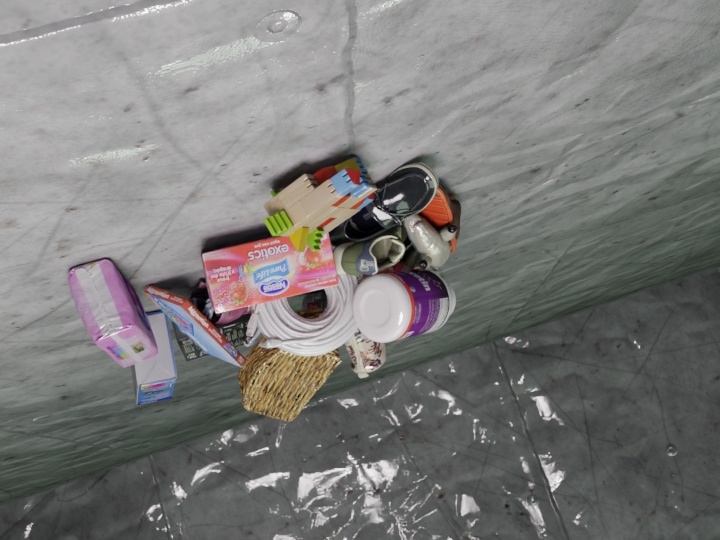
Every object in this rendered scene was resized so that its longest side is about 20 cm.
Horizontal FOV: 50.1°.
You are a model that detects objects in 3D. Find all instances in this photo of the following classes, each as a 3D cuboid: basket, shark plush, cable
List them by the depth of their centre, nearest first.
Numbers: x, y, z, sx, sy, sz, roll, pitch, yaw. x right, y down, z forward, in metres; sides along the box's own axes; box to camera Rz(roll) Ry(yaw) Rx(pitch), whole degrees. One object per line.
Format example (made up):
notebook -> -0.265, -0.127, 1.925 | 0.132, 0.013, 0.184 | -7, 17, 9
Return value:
cable -> -0.089, 0.047, 1.318 | 0.199, 0.201, 0.069 | 9, 164, -9
shark plush -> 0.123, -0.051, 1.359 | 0.091, 0.083, 0.200 | -54, 161, 5
basket -> -0.150, 0.163, 1.476 | 0.142, 0.149, 0.200 | 22, 122, -29

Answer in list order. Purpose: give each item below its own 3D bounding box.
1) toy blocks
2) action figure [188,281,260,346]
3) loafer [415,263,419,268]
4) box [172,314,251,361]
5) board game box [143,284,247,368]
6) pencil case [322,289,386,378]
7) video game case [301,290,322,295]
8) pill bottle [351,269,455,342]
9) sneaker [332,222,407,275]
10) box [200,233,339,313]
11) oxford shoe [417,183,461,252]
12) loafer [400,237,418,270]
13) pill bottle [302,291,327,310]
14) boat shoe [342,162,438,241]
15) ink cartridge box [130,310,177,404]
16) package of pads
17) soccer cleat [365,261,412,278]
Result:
toy blocks -> -0.041, -0.105, 1.085 | 0.136, 0.100, 0.200 | -33, 172, 17
action figure -> -0.214, 0.047, 1.408 | 0.199, 0.134, 0.149 | -4, 132, -40
loafer -> 0.072, 0.003, 1.613 | 0.072, 0.063, 0.200 | -8, 161, -37
box -> -0.307, 0.132, 1.637 | 0.159, 0.044, 0.200 | -16, 164, -11
board game box -> -0.282, 0.099, 1.335 | 0.103, 0.020, 0.200 | 14, 152, 36
pencil case -> -0.008, 0.107, 1.493 | 0.077, 0.201, 0.089 | 1, -147, 34
video game case -> -0.035, -0.001, 1.560 | 0.142, 0.018, 0.200 | -7, 161, -34
pill bottle -> 0.082, 0.056, 1.315 | 0.112, 0.113, 0.200 | -29, 167, 33
sneaker -> 0.043, -0.038, 1.294 | 0.089, 0.068, 0.200 | 6, -156, 37
box -> -0.146, -0.003, 1.221 | 0.199, 0.095, 0.103 | -13, -175, -13
oxford shoe -> 0.138, -0.107, 1.348 | 0.071, 0.073, 0.200 | 17, 159, 18
loafer -> 0.085, -0.013, 1.499 | 0.073, 0.072, 0.200 | 6, 135, -49
pill bottle -> -0.012, 0.088, 1.597 | 0.199, 0.115, 0.114 | -12, 165, 7
boat shoe -> 0.044, -0.100, 1.198 | 0.200, 0.075, 0.062 | -29, -164, 43
ink cartridge box -> -0.408, 0.176, 1.495 | 0.076, 0.137, 0.200 | -7, 161, -22
package of pads -> -0.380, 0.069, 1.198 | 0.075, 0.121, 0.200 | -22, 165, -10
soccer cleat -> 0.000, 0.000, 1.424 | 0.199, 0.067, 0.076 | 8, 176, -2
